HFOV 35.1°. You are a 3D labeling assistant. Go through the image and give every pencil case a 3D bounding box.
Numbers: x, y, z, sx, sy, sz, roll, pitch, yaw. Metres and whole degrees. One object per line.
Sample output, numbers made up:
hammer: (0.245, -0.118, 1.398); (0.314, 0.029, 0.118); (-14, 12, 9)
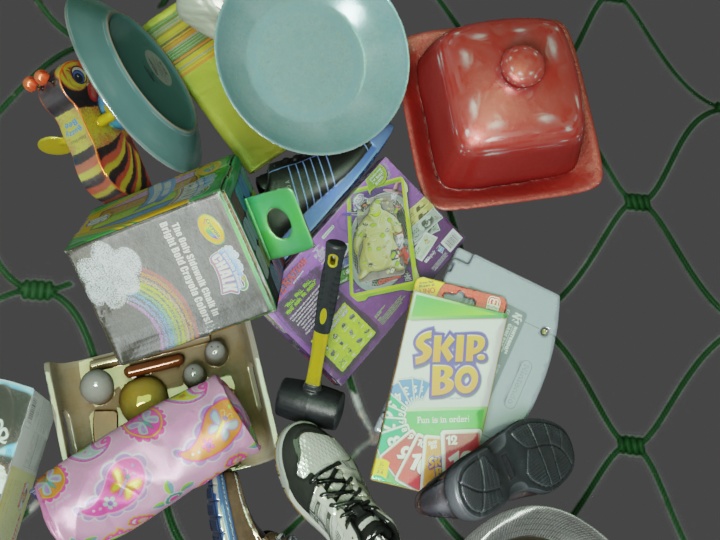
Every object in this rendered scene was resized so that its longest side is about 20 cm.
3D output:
pencil case: (-0.189, 0.175, 1.011); (0.199, 0.087, 0.088); (-32, 80, -9)

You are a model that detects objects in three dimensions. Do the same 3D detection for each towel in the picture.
towel: (-0.140, -0.200, 1.191); (0.086, 0.018, 0.201); (-36, 81, -9)

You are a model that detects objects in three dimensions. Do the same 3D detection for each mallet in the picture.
mallet: (-0.027, 0.065, 1.056); (0.065, 0.201, 0.041); (21, 31, 3)

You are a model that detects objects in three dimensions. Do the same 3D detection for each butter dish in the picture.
butter dish: (0.148, -0.179, 1.143); (0.198, 0.148, 0.202); (-8, 77, -7)

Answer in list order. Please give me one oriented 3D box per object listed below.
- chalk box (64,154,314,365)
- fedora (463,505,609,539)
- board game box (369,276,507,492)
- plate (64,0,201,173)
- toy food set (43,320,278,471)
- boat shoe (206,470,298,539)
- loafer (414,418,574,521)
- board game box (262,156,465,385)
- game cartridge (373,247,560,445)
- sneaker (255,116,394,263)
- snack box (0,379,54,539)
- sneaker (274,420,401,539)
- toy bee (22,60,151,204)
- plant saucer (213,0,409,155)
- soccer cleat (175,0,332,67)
chalk box: (-0.143, -0.020, 1.040); (0.199, 0.124, 0.125); (-19, 109, 6)
fedora: (0.151, 0.313, 1.043); (0.176, 0.090, 0.201); (29, 86, 5)
board game box: (0.077, 0.111, 1.085); (0.095, 0.030, 0.202); (13, 78, -1)
plate: (-0.207, -0.184, 1.090); (0.025, 0.200, 0.201); (-32, 79, 15)
toy food set: (-0.186, 0.131, 1.076); (0.198, 0.060, 0.145); (-14, 77, -8)
boat shoe: (-0.087, 0.275, 1.048); (0.072, 0.072, 0.202); (-16, 88, -16)
loafer: (0.124, 0.184, 1.048); (0.199, 0.063, 0.072); (-10, 80, -50)
board game box: (0.000, 0.000, 1.129); (0.120, 0.032, 0.200); (45, 74, -13)
game cartridge: (0.112, 0.095, 1.118); (0.132, 0.042, 0.201); (27, 80, -2)
sneaker: (-0.051, -0.093, 1.142); (0.078, 0.070, 0.200); (42, 77, -1)
snack box: (-0.326, 0.206, 1.015); (0.037, 0.116, 0.202); (14, 74, -1)
sneaker: (-0.005, 0.222, 1.044); (0.075, 0.088, 0.201); (-29, 86, -28)
toy bee: (-0.280, -0.157, 1.118); (0.131, 0.108, 0.201); (-44, 69, 30)
plant saucer: (-0.050, -0.210, 1.124); (0.199, 0.039, 0.203); (2, 84, -19)
soccer cleat: (-0.094, -0.233, 1.161); (0.199, 0.069, 0.078); (17, 65, -15)
